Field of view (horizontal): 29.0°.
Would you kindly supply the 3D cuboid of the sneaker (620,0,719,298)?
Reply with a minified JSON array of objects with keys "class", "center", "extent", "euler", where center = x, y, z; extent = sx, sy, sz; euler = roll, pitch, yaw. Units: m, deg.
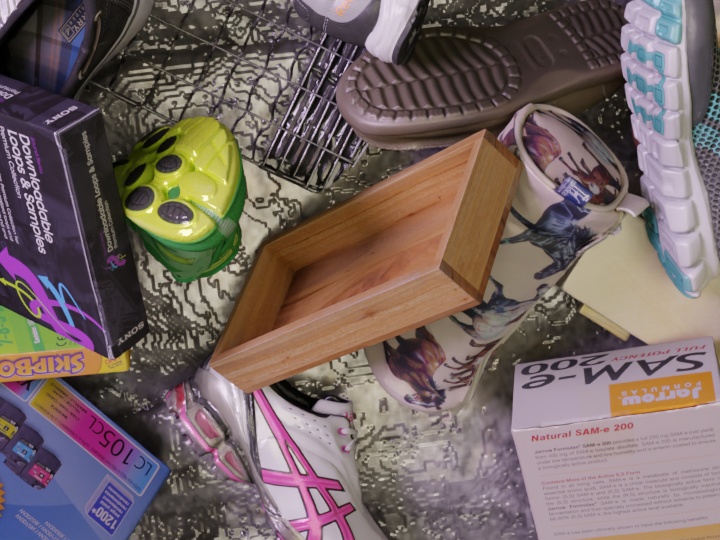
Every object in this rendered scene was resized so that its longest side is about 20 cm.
[{"class":"sneaker","center":[0.201,-0.084,0.776],"extent":[0.091,0.078,0.200],"euler":[-17,124,-3]}]

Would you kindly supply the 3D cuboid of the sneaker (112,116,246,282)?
[{"class":"sneaker","center":[-0.093,-0.037,0.787],"extent":[0.074,0.200,0.084],"euler":[-43,107,-7]}]

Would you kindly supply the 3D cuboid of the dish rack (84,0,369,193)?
[{"class":"dish rack","center":[-0.072,-0.145,0.843],"extent":[0.200,0.055,0.154],"euler":[25,98,-11]}]

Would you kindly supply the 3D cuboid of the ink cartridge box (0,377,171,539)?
[{"class":"ink cartridge box","center":[-0.218,0.156,0.805],"extent":[0.136,0.200,0.076],"euler":[41,132,-10]}]

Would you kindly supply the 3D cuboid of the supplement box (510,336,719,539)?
[{"class":"supplement box","center":[0.174,0.149,0.864],"extent":[0.126,0.074,0.200],"euler":[-9,118,13]}]

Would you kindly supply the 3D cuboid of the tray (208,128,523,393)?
[{"class":"tray","center":[0.000,0.000,0.791],"extent":[0.037,0.200,0.099],"euler":[39,51,-24]}]

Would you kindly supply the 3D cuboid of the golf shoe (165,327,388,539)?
[{"class":"golf shoe","center":[-0.028,0.128,0.882],"extent":[0.092,0.073,0.200],"euler":[-40,100,1]}]

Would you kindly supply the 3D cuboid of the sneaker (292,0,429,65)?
[{"class":"sneaker","center":[0.018,-0.216,0.798],"extent":[0.079,0.074,0.201],"euler":[17,67,2]}]

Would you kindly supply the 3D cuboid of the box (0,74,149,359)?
[{"class":"box","center":[-0.206,-0.045,0.768],"extent":[0.036,0.200,0.143],"euler":[-38,136,-36]}]

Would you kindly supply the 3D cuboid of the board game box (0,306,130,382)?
[{"class":"board game box","center":[-0.238,0.031,0.835],"extent":[0.199,0.096,0.030],"euler":[-3,126,-6]}]

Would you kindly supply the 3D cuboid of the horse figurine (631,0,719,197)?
[{"class":"horse figurine","center":[0.221,-0.135,0.827],"extent":[0.132,0.050,0.200],"euler":[36,90,-26]}]

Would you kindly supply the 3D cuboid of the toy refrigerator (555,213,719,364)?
[{"class":"toy refrigerator","center":[0.215,0.033,0.886],"extent":[0.200,0.076,0.070],"euler":[32,96,-10]}]

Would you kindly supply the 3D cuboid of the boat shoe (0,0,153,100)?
[{"class":"boat shoe","center":[-0.191,-0.104,0.791],"extent":[0.200,0.066,0.070],"euler":[-39,89,33]}]

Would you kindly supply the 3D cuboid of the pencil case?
[{"class":"pencil case","center":[0.079,0.001,0.831],"extent":[0.089,0.078,0.200],"euler":[47,126,18]}]

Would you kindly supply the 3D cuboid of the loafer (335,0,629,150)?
[{"class":"loafer","center":[0.080,-0.105,0.833],"extent":[0.199,0.068,0.076],"euler":[-13,57,-16]}]
